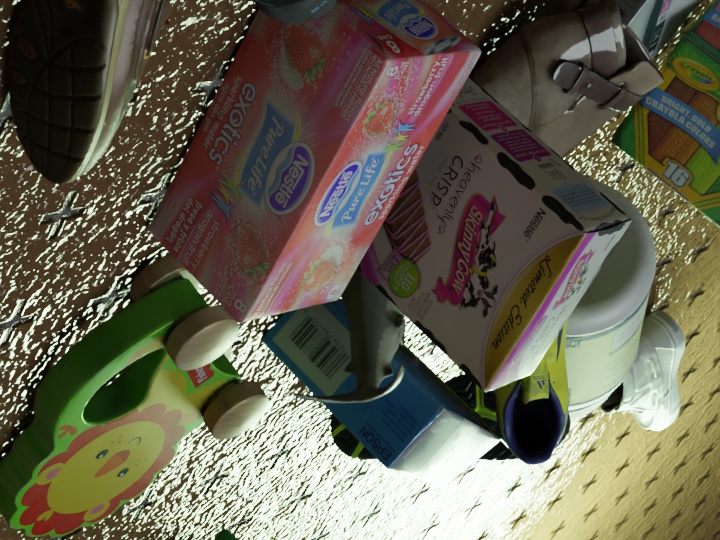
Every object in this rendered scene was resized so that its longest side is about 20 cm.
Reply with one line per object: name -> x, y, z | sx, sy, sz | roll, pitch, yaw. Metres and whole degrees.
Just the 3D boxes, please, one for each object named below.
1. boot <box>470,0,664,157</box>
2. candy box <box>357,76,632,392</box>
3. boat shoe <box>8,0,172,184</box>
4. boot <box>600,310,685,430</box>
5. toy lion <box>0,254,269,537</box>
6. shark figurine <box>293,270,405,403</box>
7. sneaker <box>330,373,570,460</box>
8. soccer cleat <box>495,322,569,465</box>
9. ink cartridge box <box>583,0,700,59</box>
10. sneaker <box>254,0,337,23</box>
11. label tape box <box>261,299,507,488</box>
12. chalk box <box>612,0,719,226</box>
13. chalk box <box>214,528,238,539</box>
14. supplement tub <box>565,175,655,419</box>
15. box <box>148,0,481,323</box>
boot -> 0.152, -0.114, 1.421 | 0.146, 0.070, 0.200 | -28, 150, 9
candy box -> 0.058, -0.040, 1.253 | 0.061, 0.200, 0.137 | -16, 142, -51
boat shoe -> -0.122, -0.127, 0.957 | 0.067, 0.072, 0.201 | -23, 145, -41
boot -> 0.299, 0.129, 2.148 | 0.095, 0.074, 0.200 | -32, 145, -19
toy lion -> -0.162, 0.098, 1.287 | 0.191, 0.069, 0.200 | -34, 155, -10
shark figurine -> -0.005, 0.022, 1.373 | 0.128, 0.089, 0.215 | 99, 3, -60
sneaker -> 0.078, 0.122, 1.633 | 0.076, 0.199, 0.076 | 16, 75, -78
soccer cleat -> 0.130, 0.056, 1.476 | 0.064, 0.084, 0.201 | -5, 120, 2
ink cartridge box -> 0.247, -0.220, 1.498 | 0.200, 0.044, 0.173 | -52, 156, 12
sneaker -> 0.006, -0.218, 1.031 | 0.200, 0.073, 0.082 | -50, 157, 6
label tape box -> 0.024, 0.096, 1.490 | 0.066, 0.143, 0.200 | -47, 158, 2
chalk box -> 0.310, -0.151, 1.529 | 0.124, 0.125, 0.200 | -47, 172, -30
chalk box -> -0.141, 0.299, 1.562 | 0.200, 0.125, 0.124 | -51, 157, 13
supplement tub -> 0.167, 0.028, 1.632 | 0.145, 0.145, 0.200 | -39, 156, -19
box -> -0.030, -0.077, 1.172 | 0.102, 0.095, 0.200 | -12, 140, -53
